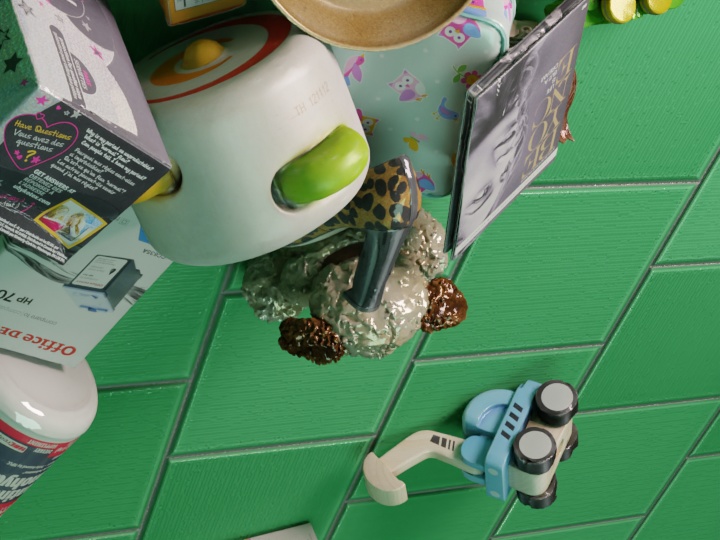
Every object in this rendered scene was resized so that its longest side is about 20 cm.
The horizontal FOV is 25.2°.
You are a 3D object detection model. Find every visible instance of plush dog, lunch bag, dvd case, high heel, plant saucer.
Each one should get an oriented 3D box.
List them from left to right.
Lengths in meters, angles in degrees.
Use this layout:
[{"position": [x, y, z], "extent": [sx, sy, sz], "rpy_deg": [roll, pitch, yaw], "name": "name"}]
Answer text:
[{"position": [-0.036, -0.077, 1.301], "extent": [0.071, 0.199, 0.144], "rpy_deg": [-28, 148, -45], "name": "high heel"}, {"position": [0.000, 0.000, 1.407], "extent": [0.198, 0.173, 0.161], "rpy_deg": [-16, 142, -10], "name": "plush dog"}, {"position": [0.007, -0.259, 1.143], "extent": [0.198, 0.035, 0.203], "rpy_deg": [-6, 107, -19], "name": "plant saucer"}, {"position": [0.037, -0.154, 1.282], "extent": [0.158, 0.078, 0.201], "rpy_deg": [12, 136, -5], "name": "lunch bag"}, {"position": [0.124, -0.114, 1.299], "extent": [0.149, 0.016, 0.201], "rpy_deg": [-44, 157, -29], "name": "dvd case"}]

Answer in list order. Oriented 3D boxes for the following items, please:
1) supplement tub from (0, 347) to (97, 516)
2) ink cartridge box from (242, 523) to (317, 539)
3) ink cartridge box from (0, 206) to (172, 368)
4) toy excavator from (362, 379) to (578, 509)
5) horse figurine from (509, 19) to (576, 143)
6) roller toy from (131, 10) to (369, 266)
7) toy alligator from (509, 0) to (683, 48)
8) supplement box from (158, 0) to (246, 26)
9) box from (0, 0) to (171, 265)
[{"position": [-0.338, 0.139, 1.408], "extent": [0.200, 0.141, 0.140], "rpy_deg": [-44, 139, 23], "name": "supplement tub"}, {"position": [-0.144, 0.370, 1.858], "extent": [0.198, 0.068, 0.118], "rpy_deg": [-11, 141, -18], "name": "ink cartridge box"}, {"position": [-0.240, -0.026, 1.313], "extent": [0.146, 0.086, 0.200], "rpy_deg": [20, 123, -44], "name": "ink cartridge box"}, {"position": [0.124, 0.197, 1.786], "extent": [0.195, 0.198, 0.100], "rpy_deg": [-60, 156, -30], "name": "toy excavator"}, {"position": [0.116, -0.174, 1.364], "extent": [0.198, 0.050, 0.133], "rpy_deg": [16, 121, -33], "name": "horse figurine"}, {"position": [-0.097, -0.104, 1.189], "extent": [0.198, 0.183, 0.141], "rpy_deg": [-18, 116, 8], "name": "roller toy"}, {"position": [0.191, -0.229, 1.332], "extent": [0.198, 0.059, 0.055], "rpy_deg": [-17, 103, -30], "name": "toy alligator"}, {"position": [-0.121, -0.269, 1.105], "extent": [0.068, 0.067, 0.201], "rpy_deg": [-16, 143, -16], "name": "supplement box"}, {"position": [-0.231, -0.130, 1.095], "extent": [0.114, 0.201, 0.132], "rpy_deg": [-39, 141, 16], "name": "box"}]
